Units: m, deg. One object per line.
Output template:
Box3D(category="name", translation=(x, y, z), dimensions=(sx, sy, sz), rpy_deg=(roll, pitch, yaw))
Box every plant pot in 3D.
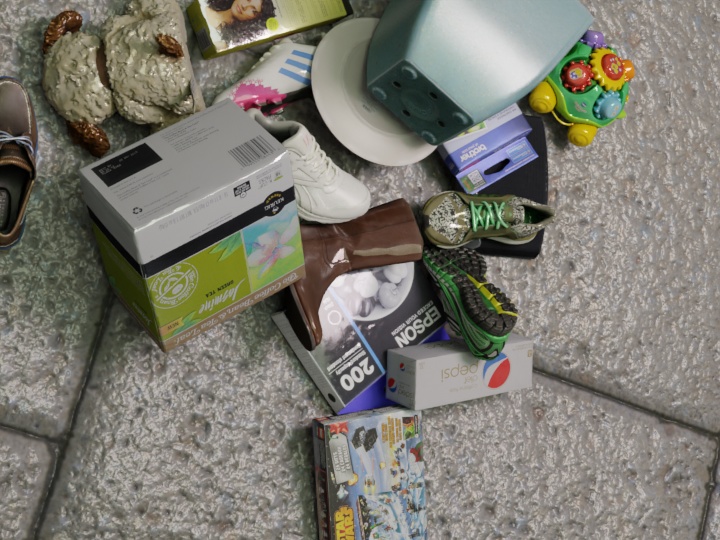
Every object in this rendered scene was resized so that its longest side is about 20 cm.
Box3D(category="plant pot", translation=(0.121, -0.268, 1.553), dimensions=(0.196, 0.196, 0.200), rpy_deg=(40, 66, -13))

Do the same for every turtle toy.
Box3D(category="turtle toy", translation=(0.298, -0.276, 1.756), dimensions=(0.200, 0.101, 0.146), rpy_deg=(38, 55, -18))

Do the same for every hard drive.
Box3D(category="hard drive", translation=(0.196, -0.120, 1.741), dimensions=(0.135, 0.042, 0.200), rpy_deg=(5, 83, -25))

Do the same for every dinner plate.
Box3D(category="dinner plate", translation=(0.031, -0.229, 1.613), dimensions=(0.200, 0.024, 0.200), rpy_deg=(8, 72, -25))

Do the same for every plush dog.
Box3D(category="plush dog", translation=(-0.282, -0.226, 1.480), dimensions=(0.172, 0.160, 0.200), rpy_deg=(-14, 89, 1))

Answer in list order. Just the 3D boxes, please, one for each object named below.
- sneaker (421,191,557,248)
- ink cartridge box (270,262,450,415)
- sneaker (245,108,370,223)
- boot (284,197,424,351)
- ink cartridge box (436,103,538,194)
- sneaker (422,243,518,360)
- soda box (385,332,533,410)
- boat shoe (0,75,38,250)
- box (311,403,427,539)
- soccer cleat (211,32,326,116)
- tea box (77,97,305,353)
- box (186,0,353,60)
Box3D(category="sneaker", translation=(0.169, -0.073, 1.642), dimensions=(0.200, 0.089, 0.077), rpy_deg=(-5, 84, -33))
Box3D(category="ink cartridge box", translation=(0.018, 0.081, 1.638), dimensions=(0.198, 0.043, 0.200), rpy_deg=(-38, 103, -24))
Box3D(category="sneaker", translation=(-0.072, -0.129, 1.558), dimensions=(0.200, 0.099, 0.078), rpy_deg=(25, 52, -9))
Box3D(category="boot", translation=(0.000, 0.000, 1.574), dimensions=(0.200, 0.064, 0.187), rpy_deg=(-10, 60, -15))
Box3D(category="ink cartridge box", translation=(0.140, -0.211, 1.690), dimensions=(0.119, 0.042, 0.200), rpy_deg=(-29, 86, -12))
Box3D(category="sneaker", translation=(0.126, 0.036, 1.634), dimensions=(0.078, 0.200, 0.085), rpy_deg=(-1, 129, -23))
Box3D(category="soda box", translation=(0.130, 0.127, 1.651), dimensions=(0.200, 0.064, 0.068), rpy_deg=(-7, 104, -36))
Box3D(category="boat shoe", translation=(-0.393, -0.124, 1.442), dimensions=(0.072, 0.072, 0.200), rpy_deg=(1, 85, -26))
Box3D(category="box", translation=(0.013, 0.274, 1.602), dimensions=(0.137, 0.040, 0.200), rpy_deg=(-6, 98, -27))
Box3D(category="soccer cleat", translation=(-0.109, -0.241, 1.601), dimensions=(0.200, 0.070, 0.086), rpy_deg=(-21, 79, -28))
Box3D(category="tea box", translation=(-0.185, -0.051, 1.450), dimensions=(0.200, 0.134, 0.197), rpy_deg=(-30, 141, -22))
Box3D(category="box", translation=(-0.112, -0.327, 1.609), dimensions=(0.200, 0.050, 0.075), rpy_deg=(-23, 95, -26))
